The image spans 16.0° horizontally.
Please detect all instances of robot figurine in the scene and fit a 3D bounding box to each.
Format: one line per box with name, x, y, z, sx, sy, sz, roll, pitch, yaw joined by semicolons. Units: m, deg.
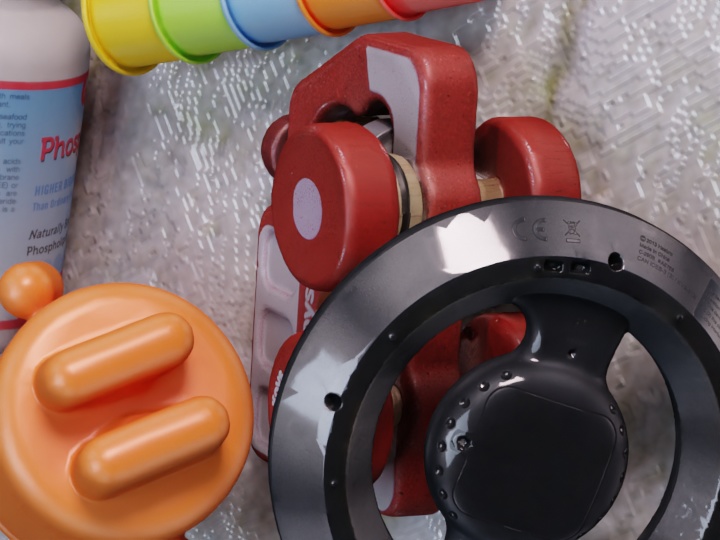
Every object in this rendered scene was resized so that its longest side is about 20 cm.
robot figurine;-0.114;0.070;1.134;0.144;0.117;0.200;30;162;-6

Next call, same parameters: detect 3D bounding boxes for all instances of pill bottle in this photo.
pill bottle;-0.185;-0.069;1.200;0.109;0.109;0.201;23;111;35

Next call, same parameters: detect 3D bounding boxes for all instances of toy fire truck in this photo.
toy fire truck;0.000;0.000;1.068;0.168;0.112;0.201;21;112;57

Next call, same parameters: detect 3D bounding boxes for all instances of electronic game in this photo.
electronic game;0.063;0.070;0.981;0.042;0.199;0.201;-124;38;-73

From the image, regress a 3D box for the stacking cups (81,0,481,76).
stacking cups;-0.026;-0.122;1.100;0.199;0.060;0.061;-3;95;35
